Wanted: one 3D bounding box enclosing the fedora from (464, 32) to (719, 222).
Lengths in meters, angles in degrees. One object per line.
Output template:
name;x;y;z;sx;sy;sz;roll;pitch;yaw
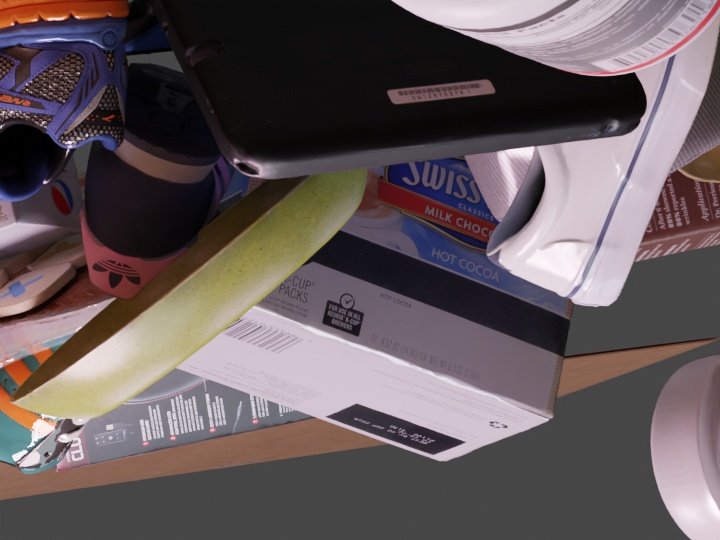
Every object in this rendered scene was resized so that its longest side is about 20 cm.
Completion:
fedora;0.116;-0.079;1.421;0.199;0.091;0.177;-19;179;-11

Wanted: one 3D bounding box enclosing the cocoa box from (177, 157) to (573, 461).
cocoa box;0.000;0.000;1.497;0.199;0.132;0.133;21;159;-21

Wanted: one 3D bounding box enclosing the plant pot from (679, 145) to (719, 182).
plant pot;0.254;-0.113;1.548;0.199;0.028;0.200;-21;157;-9

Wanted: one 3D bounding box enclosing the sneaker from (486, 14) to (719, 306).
sneaker;0.112;-0.078;1.310;0.070;0.201;0.073;14;-161;-11

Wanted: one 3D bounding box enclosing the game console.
game console;-0.004;-0.084;1.261;0.199;0.176;0.117;-9;142;-25

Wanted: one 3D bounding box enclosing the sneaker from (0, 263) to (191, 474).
sneaker;-0.149;0.051;1.423;0.199;0.080;0.071;-21;-162;25

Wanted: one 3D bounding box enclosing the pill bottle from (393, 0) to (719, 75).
pill bottle;0.057;-0.136;1.004;0.113;0.115;0.200;-16;170;22

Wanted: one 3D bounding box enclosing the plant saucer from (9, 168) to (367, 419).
plant saucer;-0.068;0.006;1.260;0.200;0.031;0.200;-37;-174;4

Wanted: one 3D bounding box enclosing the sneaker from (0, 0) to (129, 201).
sneaker;-0.171;-0.064;1.249;0.075;0.079;0.200;-3;167;-41

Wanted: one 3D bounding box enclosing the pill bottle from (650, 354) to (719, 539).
pill bottle;0.227;0.067;1.236;0.109;0.110;0.199;-4;173;-42

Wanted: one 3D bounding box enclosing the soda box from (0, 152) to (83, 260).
soda box;-0.240;-0.025;1.446;0.199;0.064;0.068;-18;170;27

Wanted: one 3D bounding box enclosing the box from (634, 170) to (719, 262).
box;0.132;-0.051;1.672;0.199;0.101;0.075;-11;171;-8

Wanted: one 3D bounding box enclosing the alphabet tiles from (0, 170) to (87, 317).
alphabet tiles;-0.197;-0.002;1.487;0.195;0.015;0.200;-12;-157;44

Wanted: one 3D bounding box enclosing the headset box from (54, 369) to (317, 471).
headset box;-0.114;0.023;1.631;0.199;0.075;0.149;-12;126;-6

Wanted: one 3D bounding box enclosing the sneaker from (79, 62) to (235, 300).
sneaker;-0.095;-0.044;1.315;0.070;0.082;0.200;22;-167;2
